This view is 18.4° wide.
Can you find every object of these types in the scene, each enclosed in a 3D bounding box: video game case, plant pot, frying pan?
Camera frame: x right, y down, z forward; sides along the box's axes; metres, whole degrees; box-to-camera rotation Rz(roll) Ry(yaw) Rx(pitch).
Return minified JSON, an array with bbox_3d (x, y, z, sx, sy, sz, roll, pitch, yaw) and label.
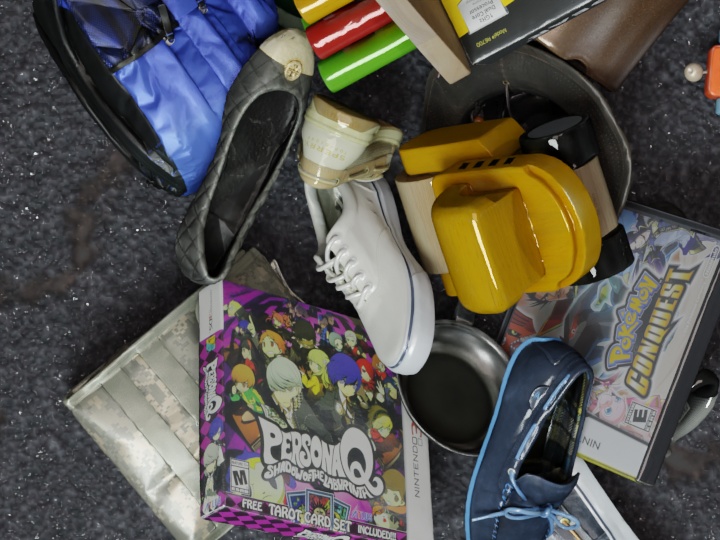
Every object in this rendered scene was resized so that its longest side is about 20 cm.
[{"bbox_3d":[-0.033,0.115,1.675,0.199,0.036,0.183,18,58,-34],"label":"video game case"},{"bbox_3d":[0.189,-0.258,1.708,0.200,0.200,0.199,34,96,-2],"label":"plant pot"},{"bbox_3d":[0.189,0.044,1.729,0.025,0.180,0.201,20,91,-46],"label":"video game case"},{"bbox_3d":[0.066,0.059,1.740,0.114,0.031,0.191,-1,63,-31],"label":"frying pan"}]

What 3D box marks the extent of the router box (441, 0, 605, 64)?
[{"bbox_3d":[0.139,-0.260,1.606,0.199,0.051,0.150,-28,86,18],"label":"router box"}]

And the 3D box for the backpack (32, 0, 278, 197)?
[{"bbox_3d":[-0.141,-0.169,1.706,0.167,0.163,0.201,-32,91,-4],"label":"backpack"}]

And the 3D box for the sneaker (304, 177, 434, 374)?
[{"bbox_3d":[0.000,0.000,1.711,0.070,0.201,0.073,9,129,-28],"label":"sneaker"}]

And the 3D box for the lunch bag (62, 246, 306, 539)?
[{"bbox_3d":[-0.105,0.099,1.736,0.200,0.118,0.164,-39,94,-8],"label":"lunch bag"}]

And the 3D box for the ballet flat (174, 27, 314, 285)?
[{"bbox_3d":[-0.077,-0.081,1.636,0.066,0.057,0.201,19,97,-33],"label":"ballet flat"}]

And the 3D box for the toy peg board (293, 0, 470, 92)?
[{"bbox_3d":[-0.028,-0.237,1.582,0.097,0.199,0.201,-27,59,14],"label":"toy peg board"}]

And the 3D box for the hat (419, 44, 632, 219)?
[{"bbox_3d":[0.143,-0.099,1.740,0.081,0.200,0.202,-28,92,-44],"label":"hat"}]

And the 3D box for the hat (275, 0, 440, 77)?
[{"bbox_3d":[-0.011,-0.255,1.700,0.199,0.176,0.167,19,92,-2],"label":"hat"}]

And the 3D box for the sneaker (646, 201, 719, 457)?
[{"bbox_3d":[0.247,0.052,1.739,0.075,0.115,0.202,7,96,-29],"label":"sneaker"}]

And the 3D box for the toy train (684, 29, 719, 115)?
[{"bbox_3d":[0.331,-0.091,1.779,0.149,0.056,0.202,0,88,-1],"label":"toy train"}]

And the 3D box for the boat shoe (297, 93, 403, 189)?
[{"bbox_3d":[-0.013,-0.092,1.693,0.073,0.201,0.064,24,94,2],"label":"boat shoe"}]

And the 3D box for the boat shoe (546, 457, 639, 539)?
[{"bbox_3d":[0.174,0.226,1.772,0.091,0.071,0.201,-35,85,0],"label":"boat shoe"}]

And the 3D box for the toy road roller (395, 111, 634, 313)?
[{"bbox_3d":[0.092,-0.034,1.654,0.146,0.199,0.124,-32,109,-42],"label":"toy road roller"}]

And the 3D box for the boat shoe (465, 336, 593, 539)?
[{"bbox_3d":[0.128,0.153,1.683,0.084,0.068,0.202,-7,111,-37],"label":"boat shoe"}]
